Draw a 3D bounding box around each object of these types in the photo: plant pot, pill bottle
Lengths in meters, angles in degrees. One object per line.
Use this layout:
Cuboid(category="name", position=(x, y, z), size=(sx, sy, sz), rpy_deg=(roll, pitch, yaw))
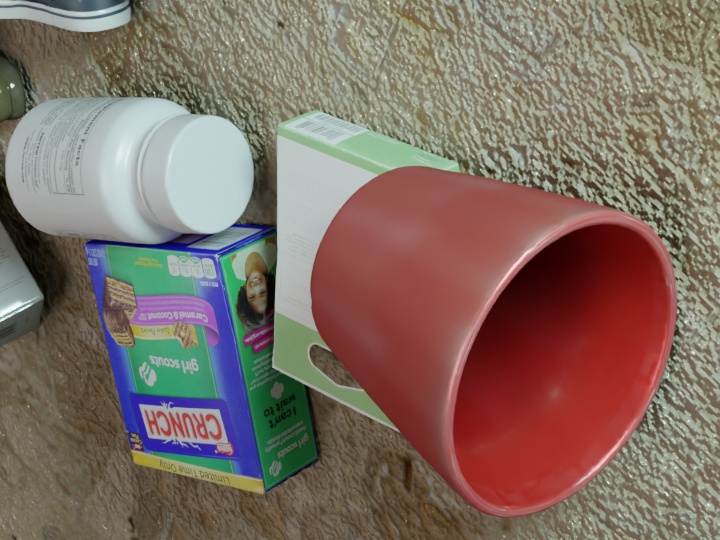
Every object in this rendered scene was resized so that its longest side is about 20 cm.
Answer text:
Cuboid(category="plant pot", position=(0.072, 0.028, 1.061), size=(0.177, 0.199, 0.202), rpy_deg=(31, 128, 44))
Cuboid(category="pill bottle", position=(-0.182, -0.079, 1.315), size=(0.199, 0.114, 0.116), rpy_deg=(6, 112, 44))

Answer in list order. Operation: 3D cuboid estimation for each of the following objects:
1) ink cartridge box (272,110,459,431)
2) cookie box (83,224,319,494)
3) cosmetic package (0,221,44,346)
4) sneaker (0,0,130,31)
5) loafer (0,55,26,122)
Cuboid(category="ink cartridge box", position=(0.000, 0.000, 1.215), size=(0.145, 0.048, 0.202), rpy_deg=(23, 124, 37))
Cuboid(category="cookie box", position=(-0.130, 0.066, 1.358), size=(0.170, 0.075, 0.202), rpy_deg=(5, 112, 43))
Cuboid(category="cosmetic package", position=(-0.380, -0.027, 1.544), size=(0.201, 0.084, 0.108), rpy_deg=(60, 160, 7))
Cuboid(category="sneaker", position=(-0.272, -0.248, 1.360), size=(0.198, 0.078, 0.080), rpy_deg=(10, 120, 31))
Cuboid(category="loafer", position=(-0.386, -0.181, 1.513), size=(0.199, 0.067, 0.077), rpy_deg=(20, 121, 39))
